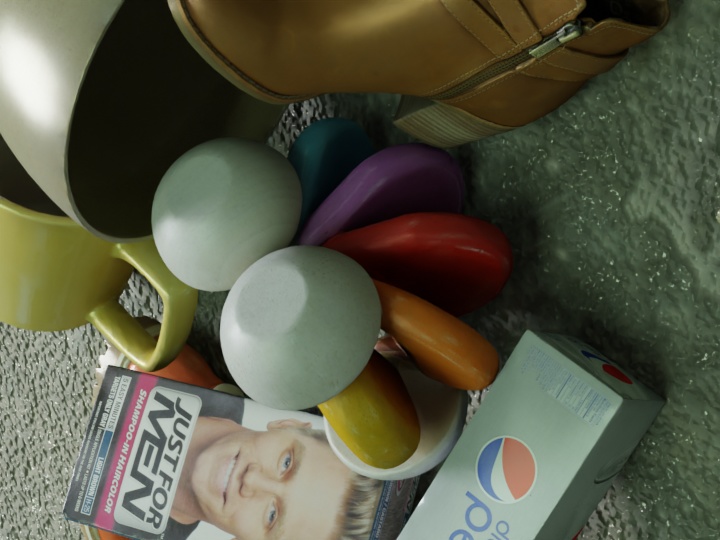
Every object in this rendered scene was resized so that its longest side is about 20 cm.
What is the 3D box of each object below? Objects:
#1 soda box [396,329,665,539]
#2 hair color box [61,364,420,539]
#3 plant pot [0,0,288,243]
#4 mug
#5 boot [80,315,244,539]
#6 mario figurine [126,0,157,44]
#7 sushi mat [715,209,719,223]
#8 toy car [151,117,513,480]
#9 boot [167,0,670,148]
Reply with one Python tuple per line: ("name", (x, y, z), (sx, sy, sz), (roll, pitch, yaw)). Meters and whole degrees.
("soda box", (0.071, 0.130, 0.804), (0.063, 0.068, 0.200), (36, 102, 27))
("hair color box", (-0.070, 0.127, 0.934), (0.199, 0.061, 0.100), (11, 79, 23))
("plant pot", (-0.131, -0.133, 0.822), (0.134, 0.200, 0.201), (32, 128, 21))
("mug", (-0.193, -0.025, 0.986), (0.153, 0.149, 0.187), (114, 149, -48))
("boot", (-0.130, 0.141, 1.059), (0.107, 0.075, 0.201), (27, 124, 27))
("mario figurine", (-0.140, -0.232, 0.915), (0.123, 0.106, 0.201), (-8, 118, 9))
("sushi mat", (0.251, 0.001, 0.669), (0.200, 0.012, 0.096), (40, 131, 24))
("toy car", (0.000, 0.000, 0.819), (0.150, 0.175, 0.200), (-39, 55, 6))
("boot", (0.027, -0.121, 0.714), (0.155, 0.200, 0.077), (-24, 48, 50))
